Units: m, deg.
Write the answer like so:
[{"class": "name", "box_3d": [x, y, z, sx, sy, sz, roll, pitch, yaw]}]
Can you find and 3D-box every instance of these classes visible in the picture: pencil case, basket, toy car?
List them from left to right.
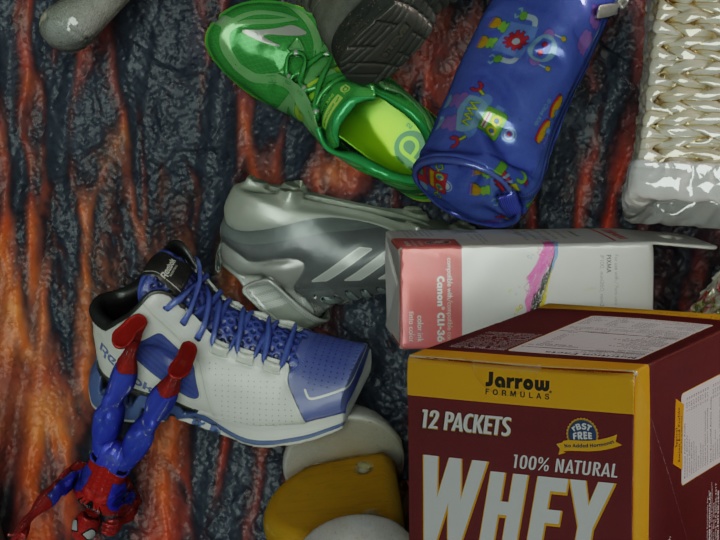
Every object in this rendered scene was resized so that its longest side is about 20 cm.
[{"class": "toy car", "box_3d": [0.043, 0.174, 1.502, 0.199, 0.175, 0.151, -15, 123, 5]}, {"class": "pencil case", "box_3d": [0.109, -0.126, 1.491, 0.086, 0.078, 0.201, 15, 68, 30]}, {"class": "basket", "box_3d": [0.268, -0.107, 1.445, 0.197, 0.200, 0.162, 4, 88, 6]}]

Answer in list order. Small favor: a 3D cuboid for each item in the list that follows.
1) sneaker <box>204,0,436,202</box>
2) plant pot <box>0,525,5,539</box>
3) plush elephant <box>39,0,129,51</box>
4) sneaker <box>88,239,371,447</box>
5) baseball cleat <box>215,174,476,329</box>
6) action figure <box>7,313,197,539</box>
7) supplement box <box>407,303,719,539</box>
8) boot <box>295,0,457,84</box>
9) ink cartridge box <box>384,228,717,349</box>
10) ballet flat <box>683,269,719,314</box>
[{"class": "sneaker", "box_3d": [-0.015, -0.120, 1.532, 0.199, 0.084, 0.074, 33, 94, 6]}, {"class": "plant pot", "box_3d": [-0.317, 0.183, 1.524, 0.199, 0.200, 0.174, -28, 103, 5]}, {"class": "plush elephant", "box_3d": [-0.169, -0.277, 1.516, 0.155, 0.165, 0.200, 44, 65, -9]}, {"class": "sneaker", "box_3d": [-0.099, 0.045, 1.506, 0.198, 0.081, 0.116, 4, 129, 17]}, {"class": "baseball cleat", "box_3d": [0.000, 0.000, 1.548, 0.199, 0.070, 0.107, 16, 106, 9]}, {"class": "action figure", "box_3d": [-0.172, 0.131, 1.503, 0.065, 0.099, 0.201, 29, 135, 5]}, {"class": "supplement box", "box_3d": [0.127, 0.133, 1.284, 0.132, 0.200, 0.199, 3, 98, 27]}, {"class": "boot", "box_3d": [0.033, -0.227, 1.505, 0.200, 0.068, 0.131, -38, 52, 9]}, {"class": "ink cartridge box", "box_3d": [0.118, 0.010, 1.446, 0.198, 0.116, 0.068, -1, 96, -3]}, {"class": "ballet flat", "box_3d": [0.226, 0.049, 1.406, 0.075, 0.064, 0.200, 25, 132, -17]}]
